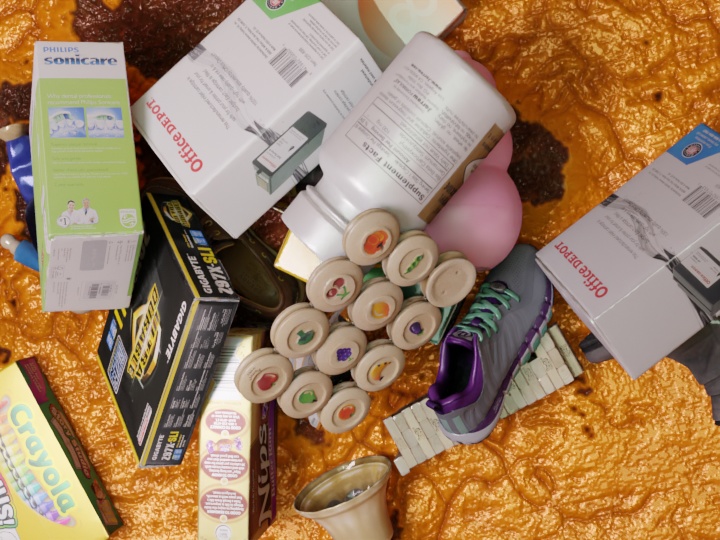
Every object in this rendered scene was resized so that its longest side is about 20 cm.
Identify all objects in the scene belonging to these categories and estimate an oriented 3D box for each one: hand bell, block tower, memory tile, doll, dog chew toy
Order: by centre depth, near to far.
[{"bbox_3d":[-0.002,0.048,1.109,0.201,0.152,0.017,-52,43,12],"label":"memory tile"},{"bbox_3d":[0.089,-0.102,1.217,0.122,0.124,0.204,-1,86,9],"label":"dog chew toy"},{"bbox_3d":[0.114,0.121,1.255,0.198,0.054,0.058,-32,87,9],"label":"block tower"},{"bbox_3d":[0.020,0.295,1.274,0.103,0.104,0.202,-21,101,10],"label":"hand bell"},{"bbox_3d":[-0.305,-0.053,1.316,0.135,0.048,0.203,-20,87,11],"label":"doll"}]

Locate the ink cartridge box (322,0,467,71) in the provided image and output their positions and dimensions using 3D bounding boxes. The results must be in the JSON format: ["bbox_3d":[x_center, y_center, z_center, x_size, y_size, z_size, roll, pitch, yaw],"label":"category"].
[{"bbox_3d":[-0.021,-0.240,1.260,0.200,0.050,0.163,-42,86,6],"label":"ink cartridge box"}]

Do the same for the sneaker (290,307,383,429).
[{"bbox_3d":[-0.042,0.075,1.219,0.092,0.201,0.075,45,61,13],"label":"sneaker"}]

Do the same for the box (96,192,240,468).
[{"bbox_3d":[-0.184,0.055,1.223,0.049,0.160,0.202,3,126,-30],"label":"box"}]

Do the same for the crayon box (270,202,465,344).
[{"bbox_3d":[0.000,0.000,1.231,0.198,0.126,0.052,26,97,7],"label":"crayon box"}]

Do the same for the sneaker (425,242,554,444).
[{"bbox_3d":[0.118,0.054,1.189,0.073,0.088,0.202,11,68,30],"label":"sneaker"}]

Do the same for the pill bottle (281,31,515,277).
[{"bbox_3d":[0.029,-0.092,1.115,0.114,0.114,0.200,41,95,5],"label":"pill bottle"}]

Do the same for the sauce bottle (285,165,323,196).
[{"bbox_3d":[-0.060,-0.104,1.262,0.197,0.066,0.067,2,93,12],"label":"sauce bottle"}]

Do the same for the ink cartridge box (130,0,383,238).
[{"bbox_3d":[-0.091,-0.153,1.182,0.200,0.084,0.146,-41,51,1],"label":"ink cartridge box"}]

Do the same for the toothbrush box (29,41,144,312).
[{"bbox_3d":[-0.254,-0.084,1.195,0.085,0.146,0.203,-3,62,-18],"label":"toothbrush box"}]

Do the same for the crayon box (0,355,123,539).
[{"bbox_3d":[-0.364,0.219,1.336,0.171,0.058,0.202,-30,88,10],"label":"crayon box"}]

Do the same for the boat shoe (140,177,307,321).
[{"bbox_3d":[-0.139,-0.024,1.281,0.199,0.068,0.072,38,98,6],"label":"boat shoe"}]

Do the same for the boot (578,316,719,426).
[{"bbox_3d":[0.313,0.087,1.216,0.197,0.070,0.133,-20,95,14],"label":"boot"}]

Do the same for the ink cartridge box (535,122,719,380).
[{"bbox_3d":[0.272,-0.020,1.158,0.199,0.145,0.084,-38,117,4],"label":"ink cartridge box"}]

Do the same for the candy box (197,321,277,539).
[{"bbox_3d":[-0.117,0.156,1.263,0.055,0.117,0.204,0,93,9],"label":"candy box"}]
